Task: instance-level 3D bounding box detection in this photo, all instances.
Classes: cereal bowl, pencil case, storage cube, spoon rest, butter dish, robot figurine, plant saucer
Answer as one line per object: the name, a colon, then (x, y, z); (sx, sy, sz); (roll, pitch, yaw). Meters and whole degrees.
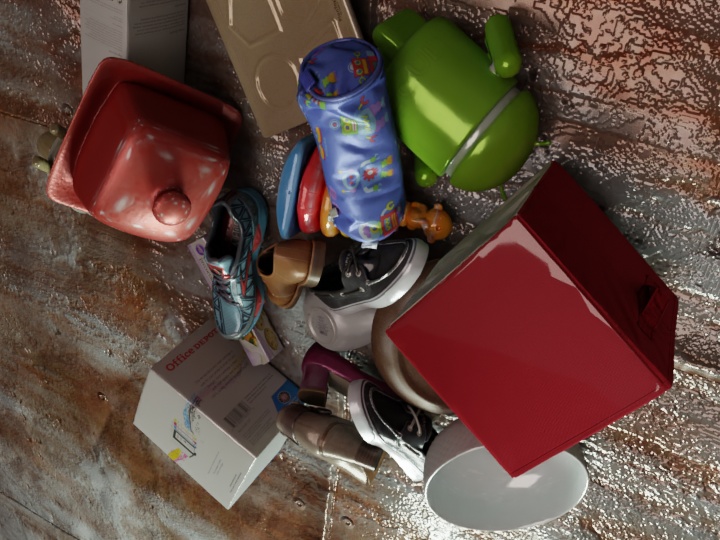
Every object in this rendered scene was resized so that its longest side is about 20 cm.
cereal bowl: (0.168, 0.228, 0.844); (0.194, 0.084, 0.203); (-1, 133, -1)
pencil case: (-0.006, -0.115, 0.671); (0.202, 0.085, 0.079); (76, 166, -49)
storage cube: (0.162, 0.038, 0.648); (0.180, 0.171, 0.200); (46, 125, 0)
spoon rest: (0.000, 0.073, 0.916); (0.197, 0.060, 0.102); (17, 122, 40)
butter dish: (-0.238, -0.109, 0.830); (0.202, 0.197, 0.149); (-55, 47, 20)
robot figurine: (0.090, -0.162, 0.689); (0.199, 0.116, 0.176); (42, 134, 5)
plant saucer: (0.109, 0.086, 0.807); (0.195, 0.037, 0.206); (1, 112, 2)

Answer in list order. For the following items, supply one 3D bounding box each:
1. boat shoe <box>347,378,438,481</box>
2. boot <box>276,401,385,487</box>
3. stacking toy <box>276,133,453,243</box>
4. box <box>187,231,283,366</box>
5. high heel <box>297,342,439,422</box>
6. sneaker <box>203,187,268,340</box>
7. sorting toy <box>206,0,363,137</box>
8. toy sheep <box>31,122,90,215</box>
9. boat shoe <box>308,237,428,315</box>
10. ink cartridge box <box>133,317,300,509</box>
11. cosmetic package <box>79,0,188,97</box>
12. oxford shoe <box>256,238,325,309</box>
boat shoe: (0.057, 0.196, 0.874); (0.067, 0.073, 0.201); (-20, 127, 26)
boot: (-0.037, 0.225, 0.945); (0.143, 0.071, 0.201); (24, 163, 11)
stacking toy: (0.012, -0.077, 0.804); (0.195, 0.110, 0.119); (16, 108, 10)
box: (-0.178, 0.040, 1.009); (0.038, 0.041, 0.204); (-18, 103, 36)
high heel: (0.014, 0.152, 0.957); (0.194, 0.097, 0.068); (8, 132, 5)
sneaker: (-0.177, -0.005, 0.919); (0.077, 0.095, 0.206); (7, 100, 20)
sorting toy: (-0.078, -0.265, 0.795); (0.197, 0.036, 0.189); (-10, 108, 40)
toy sheep: (-0.361, -0.137, 0.973); (0.197, 0.138, 0.140); (30, 127, 8)
boat shoe: (0.000, 0.000, 0.807); (0.065, 0.071, 0.199); (29, 156, -21)
ink cartridge box: (-0.210, 0.209, 1.049); (0.199, 0.147, 0.146); (38, 128, 9)
cosmetic package: (-0.280, -0.259, 0.873); (0.084, 0.107, 0.204); (27, 125, 18)
oxford shoe: (-0.099, -0.002, 0.880); (0.069, 0.073, 0.200); (11, 161, -14)
